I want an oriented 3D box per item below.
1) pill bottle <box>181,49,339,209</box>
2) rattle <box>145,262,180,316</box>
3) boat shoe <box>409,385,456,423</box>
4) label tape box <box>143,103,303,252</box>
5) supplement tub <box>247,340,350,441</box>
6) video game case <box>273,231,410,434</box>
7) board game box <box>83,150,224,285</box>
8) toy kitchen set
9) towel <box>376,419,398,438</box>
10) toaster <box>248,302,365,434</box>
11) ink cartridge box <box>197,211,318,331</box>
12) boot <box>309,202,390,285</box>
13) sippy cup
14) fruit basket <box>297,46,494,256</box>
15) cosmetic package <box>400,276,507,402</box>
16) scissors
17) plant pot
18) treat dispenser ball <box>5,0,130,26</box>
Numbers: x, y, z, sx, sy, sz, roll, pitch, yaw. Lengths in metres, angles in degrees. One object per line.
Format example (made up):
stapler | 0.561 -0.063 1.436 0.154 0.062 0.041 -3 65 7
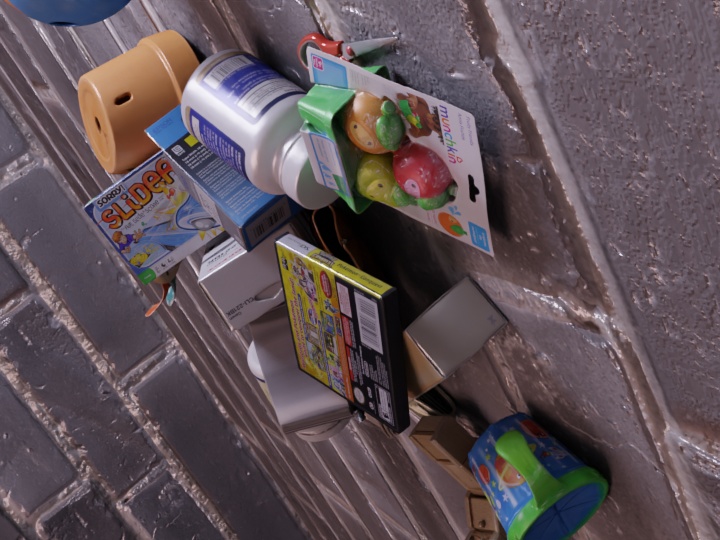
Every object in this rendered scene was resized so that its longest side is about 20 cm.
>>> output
pill bottle | -0.101 -0.156 1.092 0.200 0.120 0.120 39 159 32
rattle | -0.239 -0.031 1.376 0.130 0.142 0.202 19 -106 -83
boat shoe | 0.063 0.160 1.413 0.199 0.072 0.062 35 145 15
label tape box | -0.151 -0.141 1.208 0.200 0.144 0.063 43 163 25
supplement tub | -0.102 0.196 1.733 0.145 0.145 0.201 30 153 48
video game case | -0.020 0.071 1.115 0.180 0.025 0.201 27 138 39
board game box | -0.251 -0.090 1.297 0.136 0.199 0.034 53 -169 -16
toy kitchen set | 0.145 0.322 1.286 0.200 0.181 0.163 44 157 -14
towel | 0.020 0.117 1.317 0.201 0.034 0.133 -98 -13 -46
toaster | -0.059 0.118 1.319 0.200 0.118 0.182 -14 -95 -81
ink cartridge box | -0.133 -0.018 1.293 0.084 0.144 0.200 56 -176 -18
boot | 0.000 0.000 1.177 0.200 0.068 0.189 -144 30 -84
sippy cup | 0.200 0.245 1.144 0.130 0.139 0.179 51 141 37
fruit basket | 0.034 -0.106 0.914 0.200 0.094 0.186 35 156 34
cosmetic package | 0.087 0.087 1.136 0.071 0.105 0.200 49 160 6
scissors | -0.018 -0.218 0.943 0.073 0.014 0.200 54 163 -6
plant pot | -0.302 -0.219 1.341 0.200 0.139 0.201 42 143 44
treat dispenser ball | -0.341 -0.383 1.106 0.201 0.201 0.201 44 161 20
